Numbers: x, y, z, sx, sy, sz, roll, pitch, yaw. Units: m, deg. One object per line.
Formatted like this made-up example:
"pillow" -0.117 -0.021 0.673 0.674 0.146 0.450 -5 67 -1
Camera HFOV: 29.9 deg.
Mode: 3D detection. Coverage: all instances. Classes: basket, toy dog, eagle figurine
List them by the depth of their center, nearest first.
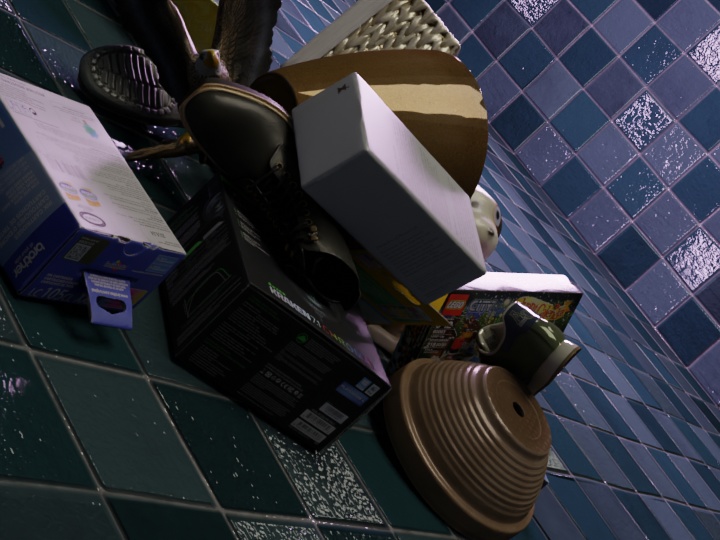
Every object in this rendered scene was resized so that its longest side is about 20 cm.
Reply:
"eagle figurine" -0.153 -0.212 1.321 0.151 0.151 0.201 -2 83 -43
"toy dog" 0.075 -0.014 1.515 0.139 0.200 0.194 40 17 -27
"basket" 0.010 -0.234 1.606 0.123 0.200 0.136 46 -14 7

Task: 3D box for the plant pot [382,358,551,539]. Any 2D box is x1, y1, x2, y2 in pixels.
"plant pot" 0.122 0.160 1.336 0.201 0.093 0.201 37 31 -26

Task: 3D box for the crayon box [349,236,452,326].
"crayon box" 0.000 0.000 1.331 0.126 0.052 0.200 42 -24 -28

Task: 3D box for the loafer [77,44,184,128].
"loafer" -0.218 -0.178 1.408 0.200 0.070 0.075 14 66 -47

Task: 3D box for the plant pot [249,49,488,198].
"plant pot" -0.011 -0.131 1.299 0.200 0.187 0.187 1 44 -42

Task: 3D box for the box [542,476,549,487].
"box" 0.136 0.160 1.546 0.137 0.040 0.200 40 17 -24

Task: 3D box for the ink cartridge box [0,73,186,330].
"ink cartridge box" -0.222 -0.047 1.014 0.200 0.076 0.136 52 16 24

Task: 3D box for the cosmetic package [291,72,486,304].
"cosmetic package" 0.027 -0.068 1.191 0.200 0.071 0.102 44 27 -41

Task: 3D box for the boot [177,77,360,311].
"boot" -0.068 -0.066 1.142 0.200 0.077 0.139 38 21 -30

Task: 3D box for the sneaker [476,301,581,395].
"sneaker" 0.159 0.092 1.419 0.090 0.067 0.200 44 -25 7

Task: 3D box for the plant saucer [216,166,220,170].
"plant saucer" -0.117 -0.113 1.576 0.200 0.027 0.200 44 15 -15

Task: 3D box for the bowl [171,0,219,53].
"bowl" -0.228 -0.332 1.668 0.200 0.108 0.200 43 15 -14

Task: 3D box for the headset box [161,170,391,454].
"headset box" -0.081 0.030 1.176 0.174 0.093 0.200 39 16 -31

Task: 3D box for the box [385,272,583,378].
"box" 0.134 0.068 1.459 0.199 0.137 0.038 2 33 -38
